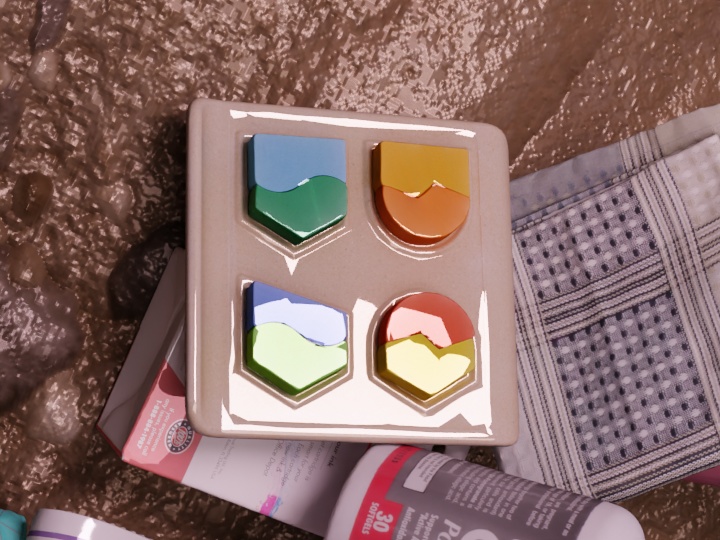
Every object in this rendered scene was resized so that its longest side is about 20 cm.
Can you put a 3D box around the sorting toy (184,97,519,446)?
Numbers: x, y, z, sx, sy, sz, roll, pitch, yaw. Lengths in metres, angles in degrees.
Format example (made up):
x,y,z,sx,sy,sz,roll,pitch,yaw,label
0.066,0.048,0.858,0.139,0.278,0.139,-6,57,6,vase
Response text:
x,y,z,sx,sy,sz,roll,pitch,yaw,label
0.000,0.000,1.012,0.198,0.036,0.187,5,75,-21,sorting toy

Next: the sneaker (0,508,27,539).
x,y,z,sx,sy,sz,roll,pitch,yaw,label
-0.236,0.120,0.982,0.119,0.084,0.202,4,108,-18,sneaker

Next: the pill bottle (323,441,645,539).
x,y,z,sx,sy,sz,roll,pitch,yaw,label
0.086,0.168,0.984,0.111,0.198,0.112,-45,142,-51,pill bottle

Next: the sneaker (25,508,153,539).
x,y,z,sx,sy,sz,roll,pitch,yaw,label
-0.118,0.211,1.028,0.200,0.072,0.116,26,66,-43,sneaker

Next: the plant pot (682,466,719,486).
x,y,z,sx,sy,sz,roll,pitch,yaw,label
0.234,0.050,1.119,0.177,0.200,0.203,-2,103,-7,plant pot

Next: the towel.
x,y,z,sx,sy,sz,roll,pitch,yaw,label
0.143,0.024,1.038,0.034,0.191,0.202,22,50,-54,towel

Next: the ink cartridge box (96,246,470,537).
x,y,z,sx,sy,sz,roll,pitch,yaw,label
-0.036,0.081,1.069,0.199,0.067,0.117,25,92,-24,ink cartridge box
